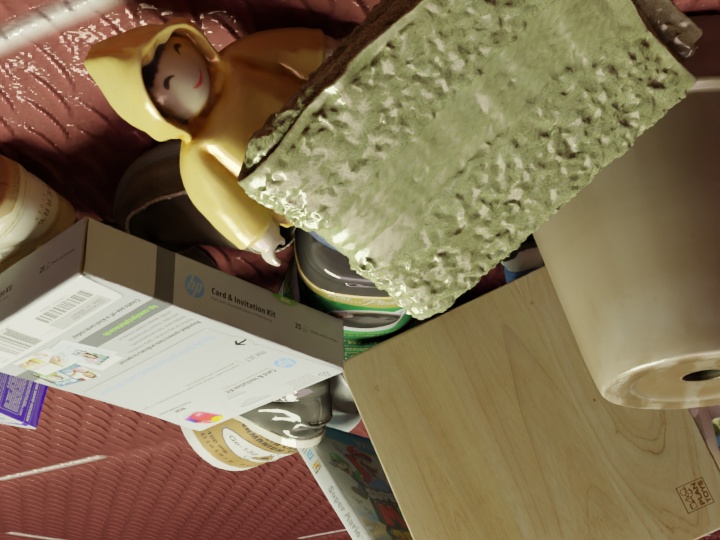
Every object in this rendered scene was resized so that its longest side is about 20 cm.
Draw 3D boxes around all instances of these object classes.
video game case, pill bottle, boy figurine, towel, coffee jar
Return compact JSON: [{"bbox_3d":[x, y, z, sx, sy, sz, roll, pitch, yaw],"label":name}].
[{"bbox_3d":[0.040,0.191,0.895,0.143,0.200,0.018,22,108,-38],"label":"video game case"},{"bbox_3d":[-0.056,0.092,1.005,0.114,0.115,0.199,14,152,-39],"label":"pill bottle"},{"bbox_3d":[-0.041,-0.071,0.607,0.199,0.125,0.064,30,168,-29],"label":"boy figurine"},{"bbox_3d":[0.053,-0.077,0.562,0.148,0.037,0.200,37,105,-31],"label":"towel"},{"bbox_3d":[0.000,0.000,0.822,0.103,0.086,0.200,2,159,-8],"label":"coffee jar"}]

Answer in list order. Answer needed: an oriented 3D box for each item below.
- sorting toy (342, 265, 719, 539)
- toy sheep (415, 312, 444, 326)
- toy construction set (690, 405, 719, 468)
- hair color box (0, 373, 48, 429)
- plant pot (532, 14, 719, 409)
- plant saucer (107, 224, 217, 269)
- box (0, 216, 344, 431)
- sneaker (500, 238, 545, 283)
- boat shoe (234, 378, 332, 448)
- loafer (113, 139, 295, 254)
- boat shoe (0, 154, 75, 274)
[{"bbox_3d":[0.118,0.116,0.819,0.198,0.201,0.070,-25,165,3],"label":"sorting toy"},{"bbox_3d":[0.074,0.097,1.032,0.137,0.139,0.199,17,169,-43],"label":"toy sheep"},{"bbox_3d":[0.234,0.036,0.860,0.091,0.202,0.131,3,-169,-16],"label":"toy construction set"},{"bbox_3d":[-0.335,0.065,0.922,0.108,0.065,0.200,6,161,19],"label":"hair color box"},{"bbox_3d":[0.183,-0.018,0.695,0.198,0.175,0.200,-3,160,-1],"label":"plant pot"},{"bbox_3d":[-0.207,0.018,0.905,0.198,0.032,0.200,-4,157,-2],"label":"plant saucer"},{"bbox_3d":[-0.133,0.043,0.763,0.199,0.041,0.155,24,144,-37],"label":"box"},{"bbox_3d":[0.155,0.029,0.939,0.075,0.078,0.200,-9,157,16],"label":"sneaker"},{"bbox_3d":[-0.113,0.074,0.914,0.199,0.057,0.067,17,-153,13],"label":"boat shoe"},{"bbox_3d":[-0.078,-0.044,0.717,0.075,0.070,0.199,16,150,-42],"label":"loafer"},{"bbox_3d":[-0.260,-0.007,0.770,0.199,0.074,0.069,-21,147,35],"label":"boat shoe"}]
